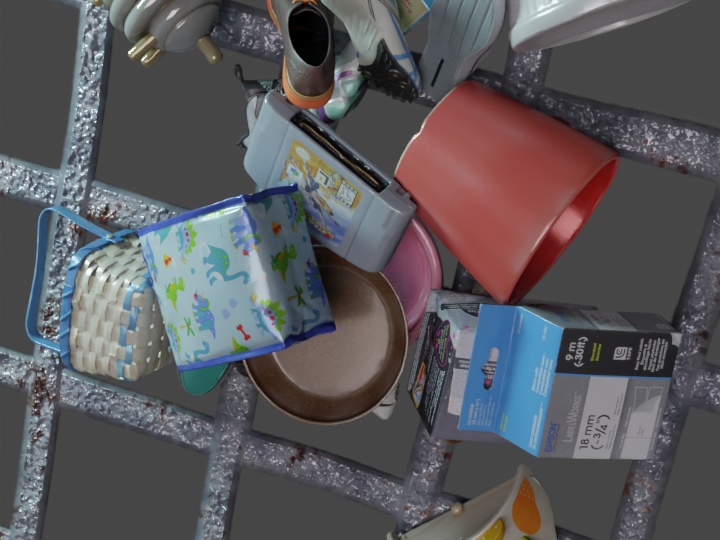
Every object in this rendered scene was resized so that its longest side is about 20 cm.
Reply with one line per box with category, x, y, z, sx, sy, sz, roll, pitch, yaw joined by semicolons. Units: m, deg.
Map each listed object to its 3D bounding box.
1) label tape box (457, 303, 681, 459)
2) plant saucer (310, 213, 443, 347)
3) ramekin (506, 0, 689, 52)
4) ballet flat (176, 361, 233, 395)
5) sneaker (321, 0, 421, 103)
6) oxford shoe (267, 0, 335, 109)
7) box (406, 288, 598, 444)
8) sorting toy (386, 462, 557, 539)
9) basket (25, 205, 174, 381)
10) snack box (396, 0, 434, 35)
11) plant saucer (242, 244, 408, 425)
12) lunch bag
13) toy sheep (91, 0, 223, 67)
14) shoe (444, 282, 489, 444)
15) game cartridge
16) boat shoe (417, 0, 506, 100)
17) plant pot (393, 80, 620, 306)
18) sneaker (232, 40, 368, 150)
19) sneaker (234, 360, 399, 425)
label tape box;0.212;0.115;1.497;0.199;0.063;0.145;3;109;-16
plant saucer;0.000;0.000;1.674;0.199;0.051;0.202;5;108;14
ramekin;0.230;-0.289;1.443;0.201;0.202;0.095;-17;89;20
ballet flat;-0.170;0.049;1.732;0.074;0.074;0.201;22;112;9
sneaker;0.019;-0.253;1.516;0.072;0.073;0.200;13;148;39
oxford shoe;-0.056;-0.272;1.548;0.071;0.073;0.201;-6;64;-11
box;0.168;0.106;1.580;0.199;0.115;0.133;6;112;-17
sorting toy;0.159;0.354;1.728;0.199;0.107;0.180;-31;115;23
basket;-0.307;0.036;1.730;0.199;0.139;0.177;22;115;20
snack box;0.002;-0.339;1.539;0.200;0.037;0.116;53;156;-4
plant saucer;-0.039;0.071;1.646;0.199;0.037;0.202;1;95;16
lunch bag;-0.144;0.012;1.589;0.199;0.127;0.171;-16;90;34
toy sheep;-0.219;-0.300;1.602;0.138;0.138;0.200;-41;89;23
shoe;0.127;0.104;1.673;0.070;0.053;0.201;1;117;-30
game cartridge;-0.037;-0.089;1.571;0.200;0.042;0.133;39;141;10
boat shoe;0.108;-0.252;1.503;0.073;0.067;0.200;42;153;2
plant pot;0.145;-0.092;1.538;0.177;0.200;0.201;39;114;13
sneaker;-0.075;-0.199;1.618;0.139;0.078;0.201;32;112;4
sneaker;-0.053;0.138;1.720;0.199;0.074;0.089;5;106;15
